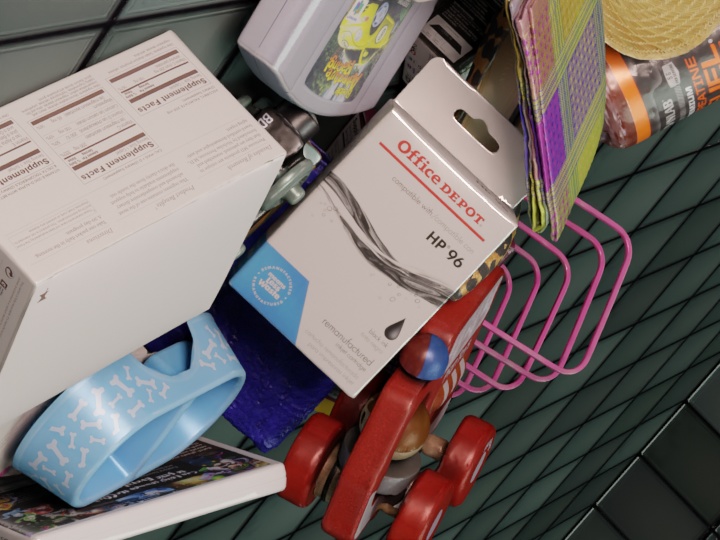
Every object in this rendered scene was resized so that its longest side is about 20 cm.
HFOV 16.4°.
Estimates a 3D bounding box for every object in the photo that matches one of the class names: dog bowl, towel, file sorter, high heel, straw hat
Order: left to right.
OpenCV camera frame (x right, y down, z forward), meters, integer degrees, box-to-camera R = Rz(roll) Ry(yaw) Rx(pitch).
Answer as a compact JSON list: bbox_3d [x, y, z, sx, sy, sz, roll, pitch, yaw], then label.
[{"bbox_3d":[-0.147,0.095,1.663,0.112,0.050,0.200,-52,167,29],"label":"dog bowl"},{"bbox_3d":[-0.059,0.017,1.751,0.200,0.148,0.050,-49,177,23],"label":"towel"},{"bbox_3d":[0.100,0.014,1.958,0.200,0.125,0.139,-15,-134,62],"label":"file sorter"},{"bbox_3d":[0.089,-0.089,1.702,0.143,0.071,0.200,109,-5,-55],"label":"high heel"},{"bbox_3d":[0.128,-0.136,1.615,0.200,0.023,0.144,78,27,-42],"label":"towel"},{"bbox_3d":[0.180,-0.246,1.758,0.201,0.201,0.085,-34,-158,-31],"label":"straw hat"}]

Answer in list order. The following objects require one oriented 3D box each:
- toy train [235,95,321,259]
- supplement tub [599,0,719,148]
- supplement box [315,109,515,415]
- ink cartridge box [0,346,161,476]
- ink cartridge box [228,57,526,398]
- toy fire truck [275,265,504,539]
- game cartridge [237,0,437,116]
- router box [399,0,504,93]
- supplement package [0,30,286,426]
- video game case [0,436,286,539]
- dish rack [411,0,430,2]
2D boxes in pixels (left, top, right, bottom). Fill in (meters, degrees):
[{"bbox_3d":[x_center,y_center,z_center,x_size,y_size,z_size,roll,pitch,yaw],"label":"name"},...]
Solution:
[{"bbox_3d":[-0.107,-0.035,1.638,0.200,0.085,0.114,-45,178,-6],"label":"toy train"},{"bbox_3d":[0.214,-0.158,1.826,0.200,0.107,0.107,-29,163,-3],"label":"supplement tub"},{"bbox_3d":[0.000,0.000,1.839,0.200,0.131,0.103,-51,-154,26],"label":"supplement box"},{"bbox_3d":[-0.221,0.074,1.646,0.117,0.068,0.200,-48,163,16],"label":"ink cartridge box"},{"bbox_3d":[0.022,-0.030,1.646,0.200,0.116,0.068,-47,-174,8],"label":"ink cartridge box"},{"bbox_3d":[0.033,0.094,1.735,0.200,0.112,0.168,-46,159,-56],"label":"toy fire truck"},{"bbox_3d":[-0.007,-0.163,1.582,0.133,0.041,0.200,-55,162,9],"label":"game cartridge"},{"bbox_3d":[0.097,-0.153,1.870,0.149,0.051,0.200,-38,162,-21],"label":"router box"},{"bbox_3d":[-0.168,-0.021,1.454,0.200,0.111,0.156,-29,159,-40],"label":"supplement package"},{"bbox_3d":[-0.182,0.149,1.717,0.200,0.182,0.023,-14,105,-35],"label":"video game case"},{"bbox_3d":[0.093,-0.244,1.576,0.200,0.043,0.172,-24,143,-61],"label":"dish rack"}]
